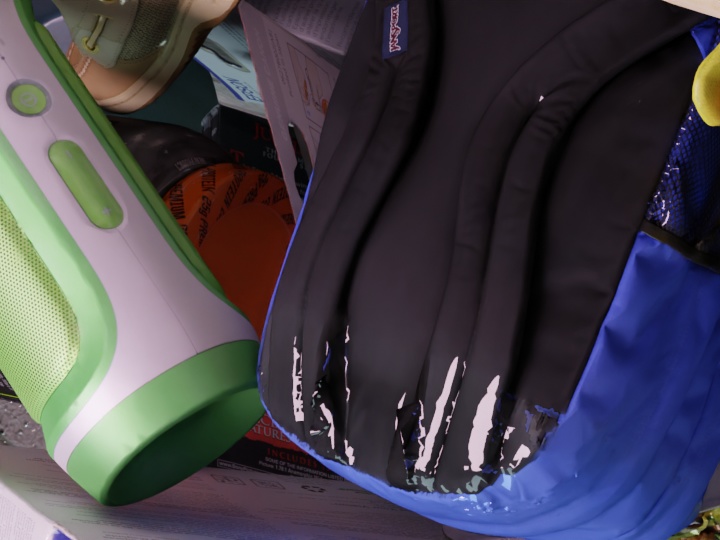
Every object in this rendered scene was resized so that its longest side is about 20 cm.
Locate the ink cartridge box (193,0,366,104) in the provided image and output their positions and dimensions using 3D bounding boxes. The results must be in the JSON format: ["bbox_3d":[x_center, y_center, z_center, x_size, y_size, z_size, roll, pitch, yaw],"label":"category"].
[{"bbox_3d":[0.007,-0.088,1.231,0.200,0.041,0.200,21,174,20],"label":"ink cartridge box"}]

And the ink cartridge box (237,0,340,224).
[{"bbox_3d":[0.000,0.000,1.113,0.050,0.161,0.200,-25,155,21],"label":"ink cartridge box"}]

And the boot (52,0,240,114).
[{"bbox_3d":[-0.123,-0.133,1.068,0.155,0.073,0.200,24,162,-12],"label":"boot"}]

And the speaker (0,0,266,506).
[{"bbox_3d":[-0.113,-0.018,0.997,0.200,0.088,0.088,55,-176,16],"label":"speaker"}]

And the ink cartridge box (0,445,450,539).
[{"bbox_3d":[-0.037,0.107,1.028,0.196,0.043,0.200,8,-175,-22],"label":"ink cartridge box"}]

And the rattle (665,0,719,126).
[{"bbox_3d":[0.050,-0.069,0.791,0.200,0.143,0.130,17,-166,-8],"label":"rattle"}]

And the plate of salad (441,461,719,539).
[{"bbox_3d":[0.128,0.075,1.047,0.200,0.048,0.200,-17,-174,2],"label":"plate of salad"}]

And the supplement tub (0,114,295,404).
[{"bbox_3d":[-0.123,-0.005,1.145,0.200,0.123,0.123,10,168,36],"label":"supplement tub"}]

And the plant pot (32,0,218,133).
[{"bbox_3d":[-0.175,-0.077,1.367,0.200,0.200,0.196,20,-179,23],"label":"plant pot"}]

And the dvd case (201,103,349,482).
[{"bbox_3d":[-0.004,0.034,1.214,0.146,0.200,0.022,16,146,-26],"label":"dvd case"}]

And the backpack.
[{"bbox_3d":[0.075,-0.004,0.950,0.168,0.200,0.162,28,172,-42],"label":"backpack"}]
